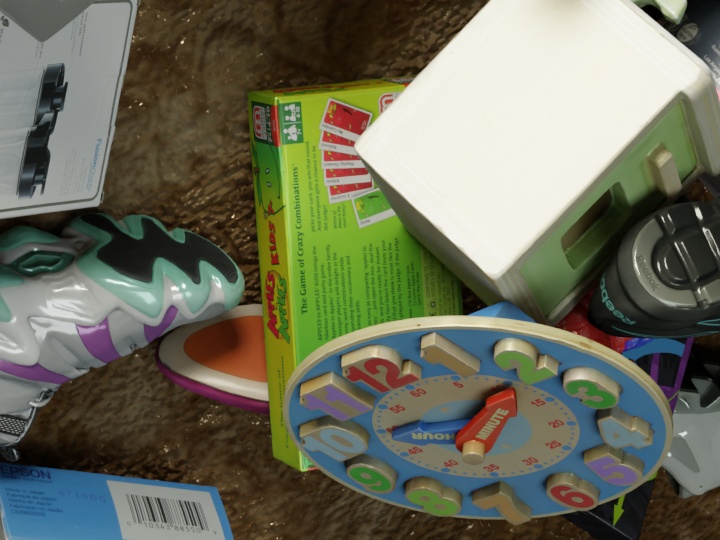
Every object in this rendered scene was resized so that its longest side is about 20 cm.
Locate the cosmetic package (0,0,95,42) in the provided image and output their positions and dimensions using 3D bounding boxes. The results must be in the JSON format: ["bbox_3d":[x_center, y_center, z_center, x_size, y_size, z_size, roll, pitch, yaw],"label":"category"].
[{"bbox_3d":[-0.182,-0.206,1.185,0.090,0.200,0.107,-38,167,4],"label":"cosmetic package"}]

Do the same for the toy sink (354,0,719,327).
[{"bbox_3d":[0.114,-0.078,1.369,0.200,0.112,0.130,-46,160,-4],"label":"toy sink"}]

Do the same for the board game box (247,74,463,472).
[{"bbox_3d":[0.000,0.000,1.461,0.101,0.048,0.201,-7,99,-20],"label":"board game box"}]

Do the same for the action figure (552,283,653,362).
[{"bbox_3d":[0.141,0.027,1.470,0.200,0.052,0.066,-33,111,-50],"label":"action figure"}]

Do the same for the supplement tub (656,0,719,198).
[{"bbox_3d":[0.255,-0.125,1.486,0.200,0.140,0.140,-40,128,4],"label":"supplement tub"}]

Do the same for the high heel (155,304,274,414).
[{"bbox_3d":[-0.025,0.074,1.543,0.199,0.068,0.096,8,146,-14],"label":"high heel"}]

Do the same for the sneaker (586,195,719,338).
[{"bbox_3d":[0.202,-0.012,1.413,0.199,0.076,0.079,-14,162,-29],"label":"sneaker"}]

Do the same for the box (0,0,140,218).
[{"bbox_3d":[-0.200,-0.084,1.289,0.200,0.060,0.117,-12,119,-52],"label":"box"}]

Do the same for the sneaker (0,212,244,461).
[{"bbox_3d":[-0.166,0.045,1.449,0.199,0.078,0.140,1,123,-17],"label":"sneaker"}]

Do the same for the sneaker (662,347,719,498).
[{"bbox_3d":[0.228,0.099,1.665,0.199,0.074,0.089,10,116,-19],"label":"sneaker"}]

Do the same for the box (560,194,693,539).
[{"bbox_3d":[0.133,0.036,1.525,0.143,0.036,0.201,32,67,-44],"label":"box"}]

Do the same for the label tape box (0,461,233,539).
[{"bbox_3d":[-0.175,0.203,1.543,0.143,0.066,0.200,8,131,-29],"label":"label tape box"}]

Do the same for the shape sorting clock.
[{"bbox_3d":[0.059,0.080,1.381,0.199,0.039,0.200,7,145,5],"label":"shape sorting clock"}]
